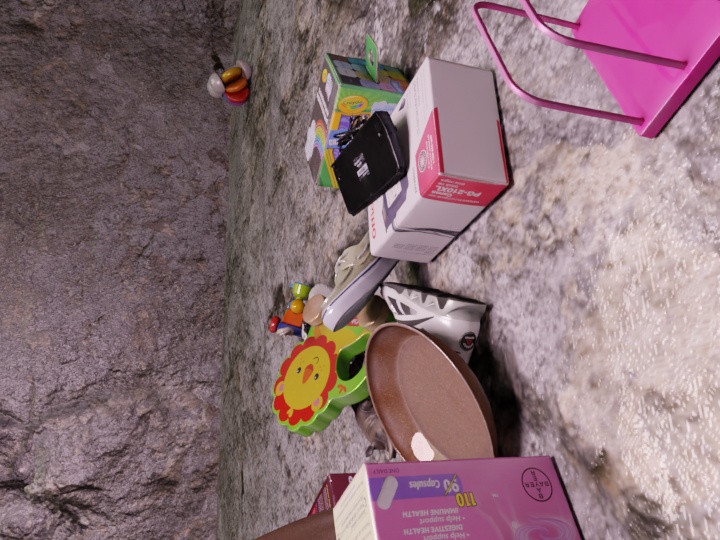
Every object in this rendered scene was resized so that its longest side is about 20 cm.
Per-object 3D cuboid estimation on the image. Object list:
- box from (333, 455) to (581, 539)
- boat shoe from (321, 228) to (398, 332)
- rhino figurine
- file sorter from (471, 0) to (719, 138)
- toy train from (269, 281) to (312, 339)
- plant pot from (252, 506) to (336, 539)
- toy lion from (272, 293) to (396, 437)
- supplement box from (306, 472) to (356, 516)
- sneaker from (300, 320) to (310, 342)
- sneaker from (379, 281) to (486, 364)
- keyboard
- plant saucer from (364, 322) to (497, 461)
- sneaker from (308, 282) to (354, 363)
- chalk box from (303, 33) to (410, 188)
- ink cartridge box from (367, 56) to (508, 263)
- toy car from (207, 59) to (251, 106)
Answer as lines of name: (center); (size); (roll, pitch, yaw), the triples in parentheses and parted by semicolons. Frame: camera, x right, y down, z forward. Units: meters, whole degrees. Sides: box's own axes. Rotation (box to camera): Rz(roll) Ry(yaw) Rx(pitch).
box: (0.085, 0.257, 0.475); (0.097, 0.174, 0.202); (115, 153, -46)
boat shoe: (0.000, 0.000, 0.788); (0.200, 0.062, 0.072); (-48, -8, -45)
rhino figurine: (0.020, 0.184, 0.853); (0.201, 0.059, 0.088); (-113, 39, -58)
file sorter: (0.173, -0.216, 0.399); (0.201, 0.124, 0.140); (115, 151, -46)
toy train: (-0.129, 0.078, 1.251); (0.200, 0.084, 0.117); (140, 147, -82)
plant pot: (-0.036, 0.377, 0.768); (0.187, 0.198, 0.190); (-175, 90, -70)
toy lion: (-0.041, 0.132, 0.851); (0.199, 0.068, 0.194); (-3, 60, 49)
supplement box: (-0.040, 0.414, 0.980); (0.201, 0.060, 0.110); (112, 154, -44)
sneaker: (-0.081, 0.182, 1.153); (0.201, 0.066, 0.091); (-100, 21, -45)
sneaker: (0.069, 0.063, 0.719); (0.200, 0.073, 0.090); (-159, 76, -71)
keyboard: (0.013, -0.139, 0.754); (0.105, 0.039, 0.200); (71, 160, 2)
plant saucer: (0.076, 0.142, 0.649); (0.200, 0.036, 0.202); (37, 138, 41)
sneaker: (-0.046, 0.120, 1.074); (0.073, 0.071, 0.202); (52, -155, -66)
chalk box: (0.003, -0.231, 0.902); (0.125, 0.122, 0.202); (-109, 30, -50)
ink cartridge box: (0.077, -0.116, 0.717); (0.200, 0.083, 0.146); (130, 141, -60)
toy car: (-0.507, -0.734, 2.488); (0.151, 0.174, 0.200); (60, 165, -13)
